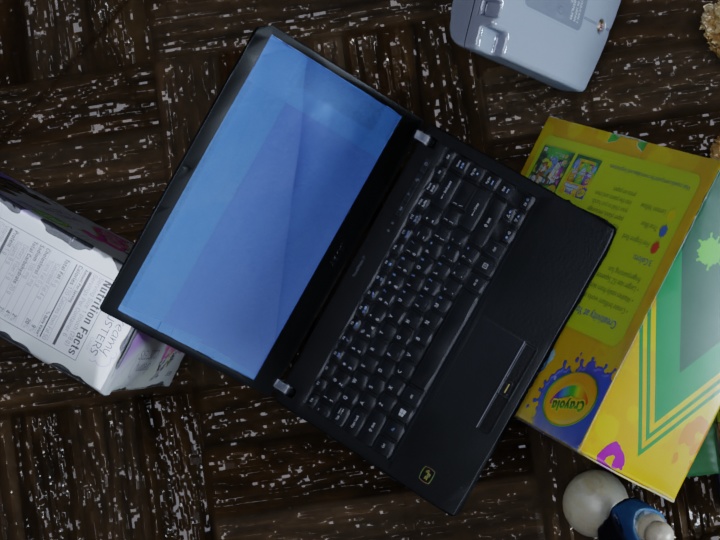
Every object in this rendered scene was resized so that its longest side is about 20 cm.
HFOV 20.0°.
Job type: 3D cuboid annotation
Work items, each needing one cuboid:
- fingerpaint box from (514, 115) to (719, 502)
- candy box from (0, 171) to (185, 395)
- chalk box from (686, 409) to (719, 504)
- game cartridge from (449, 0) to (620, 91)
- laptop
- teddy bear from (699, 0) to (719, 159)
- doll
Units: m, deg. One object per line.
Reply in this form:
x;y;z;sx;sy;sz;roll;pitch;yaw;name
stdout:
0.138;0.015;1.129;0.073;0.200;0.168;27;89;-24;fingerpaint box
-0.197;-0.006;1.183;0.199;0.168;0.072;28;91;6;candy box
0.255;0.076;1.152;0.198;0.124;0.126;-7;86;5;chalk box
0.118;-0.211;1.182;0.040;0.133;0.202;14;90;40;game cartridge
0.000;0.000;1.078;0.199;0.103;0.178;31;93;24;laptop
0.274;-0.131;1.192;0.145;0.067;0.200;43;91;9;teddy bear
0.179;0.190;1.156;0.048;0.137;0.200;-28;53;-18;doll
